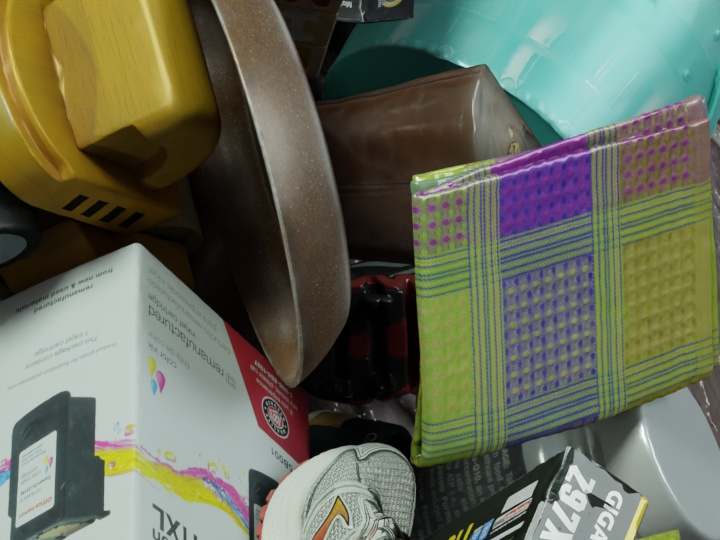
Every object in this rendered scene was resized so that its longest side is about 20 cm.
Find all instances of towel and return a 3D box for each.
[{"bbox_3d":[0.097,0.005,1.391,0.200,0.023,0.144,-18,113,-38],"label":"towel"}]

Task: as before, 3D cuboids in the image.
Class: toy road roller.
[{"bbox_3d":[-0.115,-0.066,1.342,0.200,0.146,0.123,17,53,-60],"label":"toy road roller"}]

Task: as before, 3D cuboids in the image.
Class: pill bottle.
[{"bbox_3d":[0.078,0.126,1.509,0.113,0.200,0.113,45,32,-38],"label":"pill bottle"}]

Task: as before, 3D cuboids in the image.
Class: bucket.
[{"bbox_3d":[0.088,-0.098,1.572,0.207,0.207,0.135,53,58,-29],"label":"bucket"}]

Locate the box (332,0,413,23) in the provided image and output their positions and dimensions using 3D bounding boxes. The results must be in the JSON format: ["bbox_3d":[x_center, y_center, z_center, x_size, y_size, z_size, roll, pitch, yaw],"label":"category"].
[{"bbox_3d":[-0.063,-0.208,1.454,0.044,0.200,0.161,-13,107,-52],"label":"box"}]

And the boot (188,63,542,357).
[{"bbox_3d":[0.000,0.000,1.425,0.064,0.199,0.187,-29,113,-59],"label":"boot"}]

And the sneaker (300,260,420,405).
[{"bbox_3d":[0.052,0.025,1.547,0.098,0.200,0.071,-140,-131,-71],"label":"sneaker"}]

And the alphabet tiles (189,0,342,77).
[{"bbox_3d":[-0.091,-0.131,1.377,0.200,0.166,0.006,113,-16,-65],"label":"alphabet tiles"}]

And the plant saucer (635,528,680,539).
[{"bbox_3d":[0.073,0.234,1.306,0.048,0.200,0.200,21,41,-1],"label":"plant saucer"}]

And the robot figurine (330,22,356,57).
[{"bbox_3d":[0.025,-0.187,1.745,0.200,0.124,0.151,73,-6,-67],"label":"robot figurine"}]

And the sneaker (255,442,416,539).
[{"bbox_3d":[0.001,0.137,1.276,0.078,0.082,0.200,59,23,-21],"label":"sneaker"}]

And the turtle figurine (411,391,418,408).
[{"bbox_3d":[0.040,0.052,1.666,0.161,0.064,0.200,49,16,-52],"label":"turtle figurine"}]

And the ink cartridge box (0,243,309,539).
[{"bbox_3d":[-0.089,0.115,1.312,0.146,0.083,0.200,45,31,-43],"label":"ink cartridge box"}]

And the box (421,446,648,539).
[{"bbox_3d":[0.031,0.180,1.288,0.049,0.200,0.160,35,55,-11],"label":"box"}]

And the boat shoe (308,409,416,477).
[{"bbox_3d":[-0.005,0.163,1.439,0.075,0.062,0.201,29,59,-55],"label":"boat shoe"}]

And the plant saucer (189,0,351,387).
[{"bbox_3d":[-0.042,-0.049,1.328,0.200,0.034,0.201,165,-90,-79],"label":"plant saucer"}]
